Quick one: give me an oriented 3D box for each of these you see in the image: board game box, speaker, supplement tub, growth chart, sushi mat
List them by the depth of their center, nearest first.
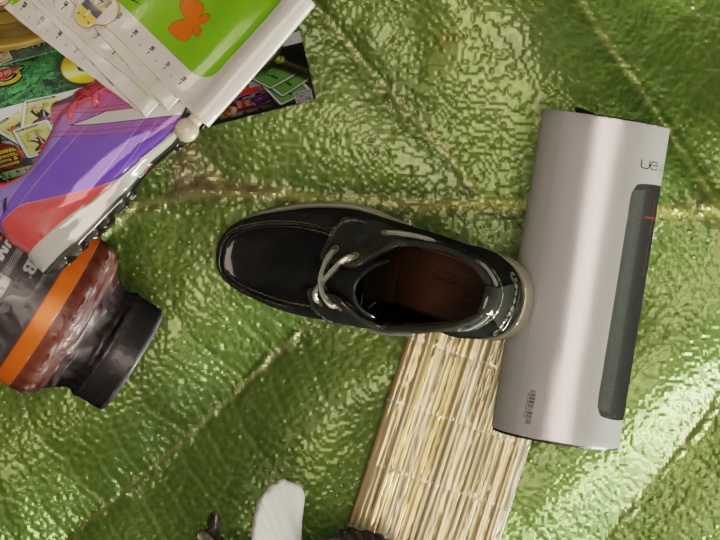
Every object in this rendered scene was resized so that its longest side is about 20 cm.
[{"bbox_3d":[-0.127,-0.168,1.527,0.200,0.018,0.145,33,89,11],"label":"growth chart"},{"bbox_3d":[-0.131,-0.115,1.613,0.200,0.023,0.105,-15,142,-1],"label":"board game box"},{"bbox_3d":[-0.218,0.001,1.617,0.200,0.107,0.107,32,95,-8],"label":"supplement tub"},{"bbox_3d":[0.132,0.003,1.641,0.081,0.081,0.201,9,91,-5],"label":"speaker"},{"bbox_3d":[0.061,0.096,1.694,0.095,0.012,0.200,16,97,-7],"label":"sushi mat"}]

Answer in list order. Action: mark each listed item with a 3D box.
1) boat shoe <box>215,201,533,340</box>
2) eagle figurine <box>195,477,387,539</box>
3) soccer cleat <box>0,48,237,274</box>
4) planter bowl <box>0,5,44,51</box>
[{"bbox_3d":[0.000,0.000,1.622,0.200,0.068,0.072,11,98,23],"label":"boat shoe"},{"bbox_3d":[-0.023,0.228,1.657,0.200,0.151,0.152,31,85,3],"label":"eagle figurine"},{"bbox_3d":[-0.132,-0.090,1.553,0.073,0.068,0.200,44,91,-2],"label":"soccer cleat"},{"bbox_3d":[-0.217,-0.228,1.589,0.200,0.083,0.201,0,94,-5],"label":"planter bowl"}]
